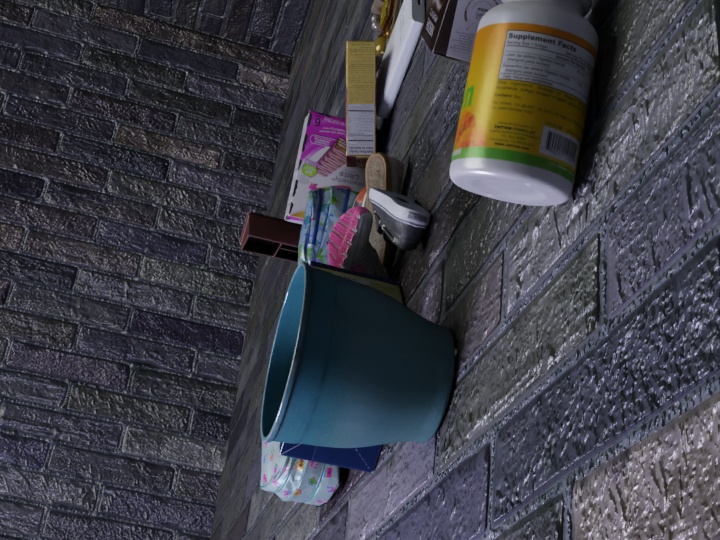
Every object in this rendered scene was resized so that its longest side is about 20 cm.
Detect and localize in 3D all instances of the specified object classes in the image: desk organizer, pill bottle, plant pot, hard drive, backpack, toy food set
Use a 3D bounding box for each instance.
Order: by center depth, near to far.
[{"bbox_3d":[0.150,-0.168,0.962,0.111,0.109,0.203,162,120,-78],"label":"pill bottle"},{"bbox_3d":[0.000,0.112,1.219,0.200,0.185,0.203,-166,90,-79],"label":"plant pot"},{"bbox_3d":[-0.084,0.261,1.661,0.168,0.125,0.202,120,157,-48],"label":"backpack"},{"bbox_3d":[-0.045,-0.043,1.824,0.163,0.152,0.202,83,-149,-72],"label":"backpack"},{"bbox_3d":[0.068,-0.385,1.888,0.133,0.026,0.201,-88,15,-45],"label":"hard drive"},{"bbox_3d":[-0.126,-0.041,2.041,0.077,0.197,0.072,-96,22,-55],"label":"desk organizer"},{"bbox_3d":[0.031,-0.455,2.077,0.144,0.060,0.203,126,154,-65],"label":"toy food set"}]

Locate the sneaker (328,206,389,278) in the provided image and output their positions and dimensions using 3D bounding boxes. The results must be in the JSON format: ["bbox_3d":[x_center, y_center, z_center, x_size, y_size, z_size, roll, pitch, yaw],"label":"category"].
[{"bbox_3d":[0.000,0.000,1.592,0.082,0.087,0.203,-122,36,-56],"label":"sneaker"}]

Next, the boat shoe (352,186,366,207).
[{"bbox_3d":[-0.003,-0.041,1.718,0.062,0.070,0.203,-5,67,65],"label":"boat shoe"}]

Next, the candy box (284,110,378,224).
[{"bbox_3d":[-0.053,-0.177,1.990,0.061,0.134,0.203,154,127,-78],"label":"candy box"}]

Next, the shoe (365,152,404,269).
[{"bbox_3d":[0.035,-0.076,1.653,0.069,0.053,0.203,8,93,42],"label":"shoe"}]

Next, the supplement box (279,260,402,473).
[{"bbox_3d":[-0.027,0.128,1.485,0.200,0.132,0.202,-100,25,-64],"label":"supplement box"}]

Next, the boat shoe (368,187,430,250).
[{"bbox_3d":[0.050,-0.070,1.522,0.200,0.069,0.067,-136,61,-69],"label":"boat shoe"}]

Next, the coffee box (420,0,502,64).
[{"bbox_3d":[0.144,-0.361,1.311,0.113,0.079,0.202,-103,28,-66],"label":"coffee box"}]

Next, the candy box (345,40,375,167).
[{"bbox_3d":[0.000,-0.292,1.917,0.117,0.056,0.203,115,157,-86],"label":"candy box"}]
